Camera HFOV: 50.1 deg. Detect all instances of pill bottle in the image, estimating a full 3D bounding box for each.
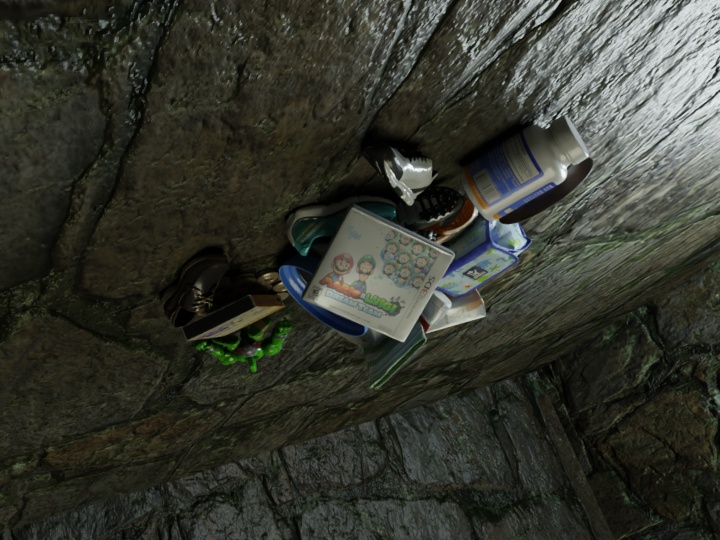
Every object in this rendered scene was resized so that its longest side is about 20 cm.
[{"bbox_3d":[0.282,-0.178,1.320,0.200,0.112,0.112,-31,159,23],"label":"pill bottle"}]

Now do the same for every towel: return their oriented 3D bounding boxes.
[{"bbox_3d":[0.063,0.146,1.566,0.153,0.023,0.200,-45,-163,12],"label":"towel"}]

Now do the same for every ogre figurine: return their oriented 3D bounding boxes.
[{"bbox_3d":[-0.250,0.159,1.677,0.200,0.098,0.120,-28,151,-16],"label":"ogre figurine"}]

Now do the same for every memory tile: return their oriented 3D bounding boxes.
[{"bbox_3d":[-0.219,0.041,1.511,0.200,0.017,0.153,-11,158,-30],"label":"memory tile"}]

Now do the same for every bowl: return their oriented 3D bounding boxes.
[{"bbox_3d":[-0.062,0.044,1.434,0.039,0.201,0.201,-52,171,-22],"label":"bowl"}]

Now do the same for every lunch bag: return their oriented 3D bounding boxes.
[{"bbox_3d":[0.232,-0.036,1.564,0.170,0.128,0.200,-35,174,30],"label":"lunch bag"}]

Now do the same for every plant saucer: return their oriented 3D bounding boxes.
[{"bbox_3d":[0.333,-0.158,1.419,0.200,0.032,0.200,-35,-166,10],"label":"plant saucer"}]

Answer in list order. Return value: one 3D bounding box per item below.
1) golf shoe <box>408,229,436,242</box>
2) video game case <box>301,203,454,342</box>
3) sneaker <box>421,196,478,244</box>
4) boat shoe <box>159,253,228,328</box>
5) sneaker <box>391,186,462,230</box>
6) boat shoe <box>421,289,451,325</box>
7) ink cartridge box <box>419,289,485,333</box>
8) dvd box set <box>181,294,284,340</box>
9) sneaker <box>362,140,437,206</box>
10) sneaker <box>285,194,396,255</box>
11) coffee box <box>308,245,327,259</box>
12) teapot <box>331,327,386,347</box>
[{"bbox_3d":[0.085,-0.033,1.399,0.094,0.078,0.200,5,163,3],"label":"golf shoe"},{"bbox_3d":[0.030,0.008,1.290,0.200,0.024,0.182,24,107,-16],"label":"video game case"},{"bbox_3d":[0.149,-0.072,1.524,0.200,0.076,0.092,-28,164,20],"label":"sneaker"},{"bbox_3d":[-0.282,0.039,1.349,0.074,0.073,0.200,-5,155,-40],"label":"boat shoe"},{"bbox_3d":[0.093,-0.097,1.412,0.200,0.067,0.090,-21,164,10],"label":"sneaker"},{"bbox_3d":[0.108,0.040,1.586,0.072,0.200,0.069,19,110,-51],"label":"boat shoe"},{"bbox_3d":[0.155,0.075,1.661,0.200,0.050,0.162,-13,-160,0],"label":"ink cartridge box"},{"bbox_3d":[-0.237,0.088,1.471,0.146,0.029,0.200,-26,174,8],"label":"dvd box set"},{"bbox_3d":[0.065,-0.167,1.205,0.080,0.074,0.200,-40,162,8],"label":"sneaker"},{"bbox_3d":[-0.028,-0.073,1.315,0.200,0.080,0.078,-16,160,-19],"label":"sneaker"},{"bbox_3d":[0.000,0.000,1.399,0.044,0.200,0.123,-62,169,-17],"label":"coffee box"},{"bbox_3d":[0.008,0.048,1.574,0.146,0.200,0.198,-48,147,-24],"label":"teapot"}]
